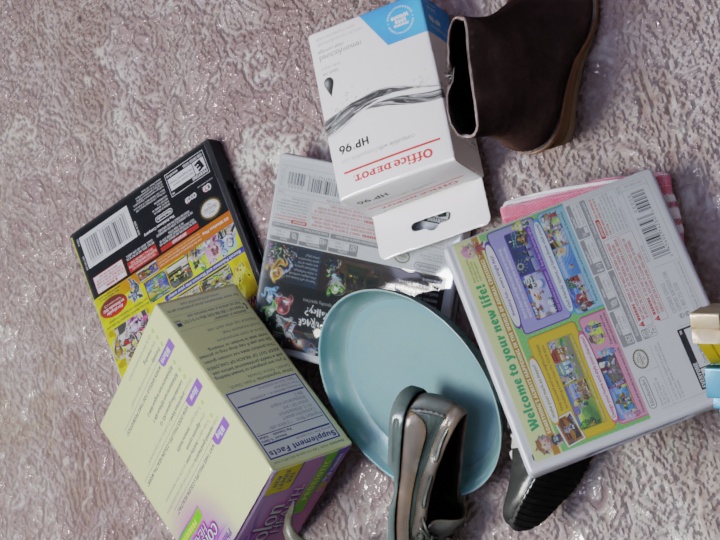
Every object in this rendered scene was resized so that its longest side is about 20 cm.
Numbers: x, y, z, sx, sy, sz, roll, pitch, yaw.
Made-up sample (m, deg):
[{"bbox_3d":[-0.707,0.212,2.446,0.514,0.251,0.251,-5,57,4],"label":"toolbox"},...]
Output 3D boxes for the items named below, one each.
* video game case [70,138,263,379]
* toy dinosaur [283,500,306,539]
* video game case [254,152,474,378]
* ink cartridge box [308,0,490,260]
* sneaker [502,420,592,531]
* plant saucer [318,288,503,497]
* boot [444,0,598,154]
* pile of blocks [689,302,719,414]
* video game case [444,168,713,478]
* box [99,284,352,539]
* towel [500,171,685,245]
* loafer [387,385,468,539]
[{"bbox_3d":[-0.183,0.000,1.797,0.199,0.025,0.182,-31,71,28],"label":"video game case"},{"bbox_3d":[-0.025,0.303,1.614,0.101,0.077,0.202,-9,78,22],"label":"toy dinosaur"},{"bbox_3d":[0.000,0.000,1.660,0.198,0.023,0.184,12,95,27],"label":"video game case"},{"bbox_3d":[0.034,-0.124,1.602,0.115,0.068,0.202,-19,71,22],"label":"ink cartridge box"},{"bbox_3d":[0.154,0.116,1.534,0.088,0.074,0.202,24,91,35],"label":"sneaker"},{"bbox_3d":[0.047,0.102,1.587,0.199,0.027,0.202,24,130,31],"label":"plant saucer"},{"bbox_3d":[0.129,-0.198,1.502,0.072,0.166,0.202,-2,87,34],"label":"boot"},{"bbox_3d":[0.305,0.090,1.363,0.062,0.200,0.083,-1,61,34],"label":"pile of blocks"},{"bbox_3d":[0.182,0.040,1.449,0.181,0.022,0.202,-21,69,1],"label":"video game case"},{"bbox_3d":[-0.127,0.150,1.681,0.200,0.096,0.177,52,134,26],"label":"box"},{"bbox_3d":[0.197,0.023,1.480,0.145,0.030,0.202,-11,69,7],"label":"towel"},{"bbox_3d":[0.062,0.196,1.565,0.062,0.072,0.202,11,120,27],"label":"loafer"}]
